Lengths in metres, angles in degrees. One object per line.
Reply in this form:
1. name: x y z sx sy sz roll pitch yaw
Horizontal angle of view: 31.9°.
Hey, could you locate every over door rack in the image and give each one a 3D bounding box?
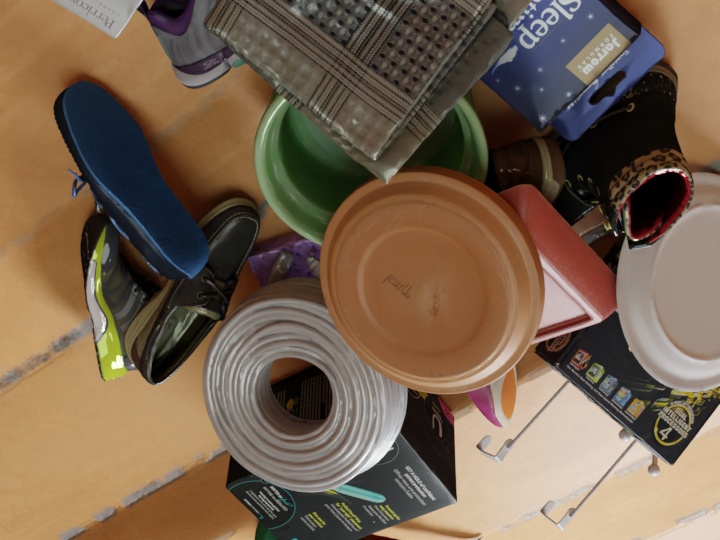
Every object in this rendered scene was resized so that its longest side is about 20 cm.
1. over door rack: 0.244 0.176 1.323 0.200 0.067 0.148 -41 121 4

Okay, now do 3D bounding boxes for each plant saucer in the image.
1. plant saucer: 0.055 0.013 1.059 0.198 0.032 0.203 9 114 21
2. plant saucer: 0.113 0.019 1.127 0.198 0.037 0.200 -21 139 29

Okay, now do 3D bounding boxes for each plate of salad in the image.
1. plate of salad: 0.309 0.011 1.172 0.199 0.202 0.048 33 167 -25

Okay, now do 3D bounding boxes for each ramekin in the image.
1. ramekin: 0.010 -0.121 1.089 0.197 0.098 0.202 1 131 1

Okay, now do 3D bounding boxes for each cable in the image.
1. cable: -0.053 0.110 1.197 0.199 0.069 0.201 39 111 6

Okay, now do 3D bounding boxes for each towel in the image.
1. towel: 0.009 -0.200 0.968 0.199 0.035 0.193 39 91 -4

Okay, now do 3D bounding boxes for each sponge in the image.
1. sponge: 0.000 0.000 1.222 0.198 0.030 0.113 -18 112 16

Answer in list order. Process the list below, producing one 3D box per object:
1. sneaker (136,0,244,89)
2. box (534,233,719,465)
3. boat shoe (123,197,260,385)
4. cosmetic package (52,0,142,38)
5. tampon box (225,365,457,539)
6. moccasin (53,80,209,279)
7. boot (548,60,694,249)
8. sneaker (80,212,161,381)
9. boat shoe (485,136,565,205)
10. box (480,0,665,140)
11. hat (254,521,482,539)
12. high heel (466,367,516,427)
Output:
1. sneaker: -0.089 -0.224 1.022 0.198 0.075 0.088 -25 121 22
2. box: 0.287 0.075 1.238 0.200 0.049 0.162 40 87 -28
3. boat shoe: -0.152 0.025 1.206 0.071 0.066 0.202 23 110 -44
4. cosmetic package: -0.177 -0.287 0.968 0.101 0.074 0.200 29 125 -21
5. tampon box: -0.017 0.189 1.339 0.198 0.127 0.150 -24 126 20
6. moccasin: -0.218 -0.071 1.134 0.068 0.080 0.201 -15 108 49
7. boot: 0.207 -0.069 1.092 0.073 0.155 0.204 25 128 -19
8. sneaker: -0.231 0.022 1.249 0.080 0.074 0.202 -9 134 -10
9. boat shoe: 0.119 -0.049 1.145 0.074 0.075 0.203 -6 145 -16
10. box: 0.141 -0.200 1.034 0.199 0.033 0.121 38 123 -12
11. hat: -0.004 0.336 1.540 0.200 0.175 0.166 46 129 12
12. high heel: 0.100 0.095 1.308 0.095 0.068 0.201 5 147 29
